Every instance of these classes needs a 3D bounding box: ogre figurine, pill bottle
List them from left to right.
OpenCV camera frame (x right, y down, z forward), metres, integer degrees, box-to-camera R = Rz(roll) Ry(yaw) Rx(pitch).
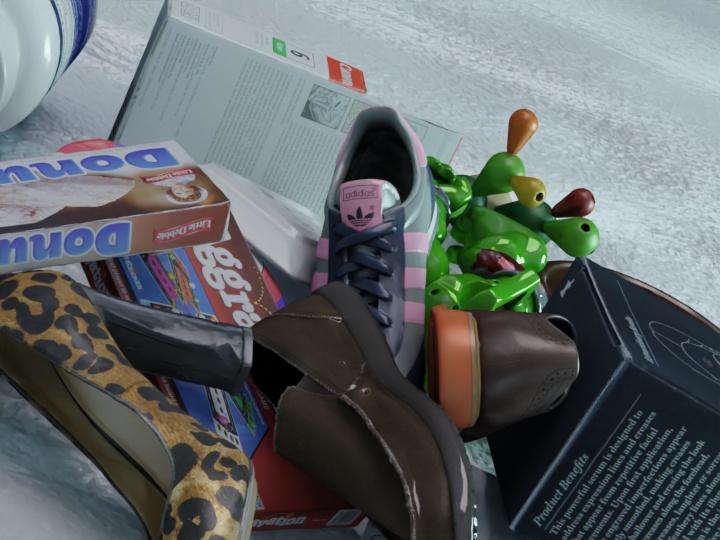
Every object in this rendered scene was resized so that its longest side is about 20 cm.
[{"bbox_3d":[-0.230,-0.144,1.307,0.119,0.120,0.200,24,20,-3],"label":"pill bottle"},{"bbox_3d":[0.073,0.025,1.260,0.120,0.098,0.201,-18,87,-57],"label":"ogre figurine"}]

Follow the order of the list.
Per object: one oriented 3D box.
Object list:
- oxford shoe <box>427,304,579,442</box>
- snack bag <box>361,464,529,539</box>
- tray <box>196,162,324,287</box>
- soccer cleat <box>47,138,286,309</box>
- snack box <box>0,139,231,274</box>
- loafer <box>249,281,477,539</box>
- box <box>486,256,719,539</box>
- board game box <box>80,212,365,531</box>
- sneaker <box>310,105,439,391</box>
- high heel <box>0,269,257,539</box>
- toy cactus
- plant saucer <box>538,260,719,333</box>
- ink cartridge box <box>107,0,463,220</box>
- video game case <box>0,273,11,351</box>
[{"bbox_3d":[0.070,0.052,1.086,0.072,0.071,0.200,-2,0,1],"label":"oxford shoe"},{"bbox_3d":[0.091,0.159,1.055,0.200,0.021,0.189,30,20,-1],"label":"snack bag"},{"bbox_3d":[-0.037,-0.020,1.266,0.107,0.022,0.200,38,5,20],"label":"tray"},{"bbox_3d":[-0.096,-0.017,1.224,0.076,0.067,0.200,-15,39,-44],"label":"soccer cleat"},{"bbox_3d":[-0.166,-0.026,1.035,0.199,0.024,0.072,-9,32,-27],"label":"snack box"},{"bbox_3d":[-0.004,0.083,1.016,0.071,0.073,0.200,-15,35,-15],"label":"loafer"},{"bbox_3d":[0.176,0.104,1.128,0.200,0.107,0.149,30,16,-12],"label":"box"},{"bbox_3d":[-0.073,0.039,1.086,0.103,0.019,0.200,4,49,-45],"label":"board game box"},{"bbox_3d":[0.000,0.000,1.151,0.070,0.082,0.200,-4,47,9],"label":"sneaker"},{"bbox_3d":[-0.119,0.082,0.956,0.142,0.072,0.200,13,38,-13],"label":"high heel"},{"bbox_3d":[0.070,-0.055,1.473,0.199,0.103,0.165,8,-2,16],"label":"toy cactus"},{"bbox_3d":[0.179,0.046,1.440,0.200,0.032,0.200,21,21,-8],"label":"plant saucer"},{"bbox_3d":[-0.048,-0.083,1.379,0.199,0.109,0.050,20,21,-13],"label":"ink cartridge box"},{"bbox_3d":[-0.255,0.015,1.009,0.181,0.036,0.200,26,20,1],"label":"video game case"}]
